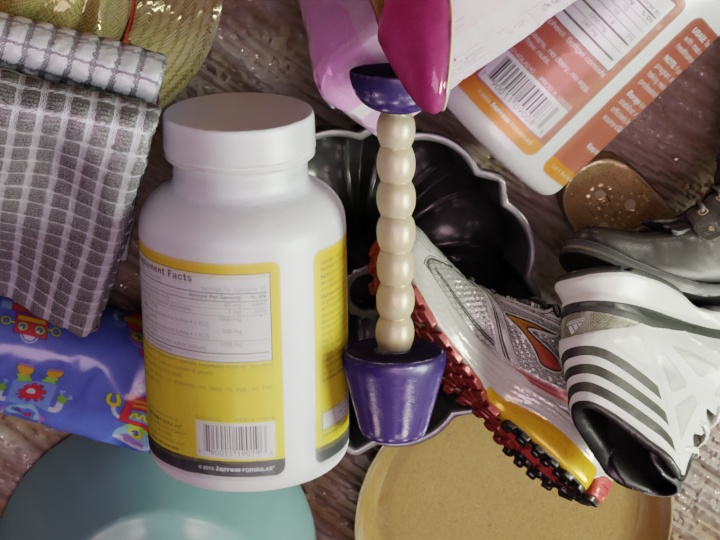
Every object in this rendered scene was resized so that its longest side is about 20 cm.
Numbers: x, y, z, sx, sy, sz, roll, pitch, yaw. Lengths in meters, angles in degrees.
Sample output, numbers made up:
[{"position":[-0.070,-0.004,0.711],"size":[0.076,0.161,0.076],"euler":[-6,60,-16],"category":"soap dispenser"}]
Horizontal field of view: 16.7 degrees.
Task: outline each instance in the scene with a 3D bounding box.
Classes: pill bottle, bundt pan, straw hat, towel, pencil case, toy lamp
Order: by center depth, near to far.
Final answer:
[{"position":[0.019,-0.008,1.301],"size":[0.058,0.058,0.200],"euler":[0,103,-8],"category":"toy lamp"},{"position":[-0.063,0.010,1.330],"size":[0.112,0.112,0.200],"euler":[-3,109,-7],"category":"pill bottle"},{"position":[-0.198,-0.053,1.332],"size":[0.166,0.086,0.200],"euler":[11,145,-7],"category":"towel"},{"position":[-0.168,-0.143,1.356],"size":[0.201,0.085,0.201],"euler":[-2,109,-6],"category":"straw hat"},{"position":[0.138,-0.147,1.383],"size":[0.200,0.112,0.112],"euler":[-44,109,8],"category":"pill bottle"},{"position":[-0.199,0.051,1.425],"size":[0.200,0.078,0.087],"euler":[12,133,-12],"category":"pencil case"},{"position":[0.000,0.000,1.434],"size":[0.202,0.076,0.202],"euler":[-2,110,-7],"category":"bundt pan"}]

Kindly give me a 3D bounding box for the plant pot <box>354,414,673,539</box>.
[{"position":[0.094,0.151,1.526],"size":[0.200,0.027,0.200],"euler":[-3,110,-8],"category":"plant pot"}]

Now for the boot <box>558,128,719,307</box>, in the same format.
[{"position":[0.215,-0.059,1.426],"size":[0.200,0.069,0.174],"euler":[10,77,-15],"category":"boot"}]

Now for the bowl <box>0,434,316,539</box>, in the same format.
[{"position":[-0.120,0.194,1.472],"size":[0.201,0.105,0.201],"euler":[-2,108,-7],"category":"bowl"}]

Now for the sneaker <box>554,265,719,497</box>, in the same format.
[{"position":[0.183,0.077,1.374],"size":[0.200,0.076,0.115],"euler":[17,68,-36],"category":"sneaker"}]

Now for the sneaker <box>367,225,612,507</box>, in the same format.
[{"position":[0.083,0.042,1.391],"size":[0.200,0.078,0.082],"euler":[45,74,-17],"category":"sneaker"}]

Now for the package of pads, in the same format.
[{"position":[0.056,-0.173,1.333],"size":[0.200,0.121,0.076],"euler":[-34,136,19],"category":"package of pads"}]

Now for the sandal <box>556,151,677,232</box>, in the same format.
[{"position":[0.203,0.014,1.470],"size":[0.212,0.070,0.078],"euler":[39,100,-18],"category":"sandal"}]

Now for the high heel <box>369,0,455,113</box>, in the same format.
[{"position":[-0.011,-0.163,1.249],"size":[0.096,0.067,0.200],"euler":[-6,67,-13],"category":"high heel"}]
